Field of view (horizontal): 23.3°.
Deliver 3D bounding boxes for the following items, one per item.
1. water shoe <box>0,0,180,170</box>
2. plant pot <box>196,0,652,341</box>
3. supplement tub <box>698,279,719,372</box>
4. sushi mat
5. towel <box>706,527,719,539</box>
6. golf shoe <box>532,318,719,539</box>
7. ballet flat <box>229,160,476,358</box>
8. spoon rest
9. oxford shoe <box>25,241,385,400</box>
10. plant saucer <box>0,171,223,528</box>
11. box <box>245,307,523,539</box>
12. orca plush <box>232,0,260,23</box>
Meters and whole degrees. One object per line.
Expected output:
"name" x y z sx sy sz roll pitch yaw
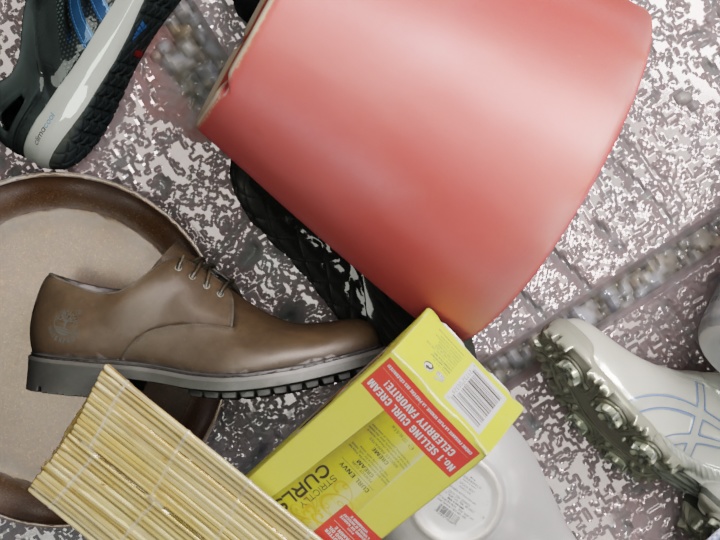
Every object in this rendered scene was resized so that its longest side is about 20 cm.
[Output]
"water shoe" -0.149 -0.157 0.974 0.078 0.072 0.201 30 88 7
"plant pot" 0.024 -0.091 0.899 0.176 0.200 0.202 29 92 -9
"supplement tub" 0.274 -0.022 0.934 0.122 0.123 0.201 30 75 0
"sushi mat" -0.080 0.145 0.924 0.199 0.012 0.096 39 112 3
"towel" 0.247 0.213 0.951 0.144 0.024 0.201 -32 111 -25
"golf shoe" 0.188 0.082 0.987 0.200 0.078 0.097 43 75 -6
"ballet flat" 0.000 0.000 0.996 0.066 0.057 0.201 -40 97 -21
"spoon rest" 0.088 0.154 0.985 0.200 0.061 0.100 40 94 0
"oxford shoe" -0.083 0.028 0.948 0.198 0.073 0.085 2 90 1
"plant saucer" -0.172 0.045 1.000 0.198 0.032 0.203 0 92 0
"box" -0.006 0.107 0.916 0.075 0.050 0.200 47 128 -1
"orca plush" 0.025 -0.174 0.970 0.198 0.071 0.106 1 92 1
